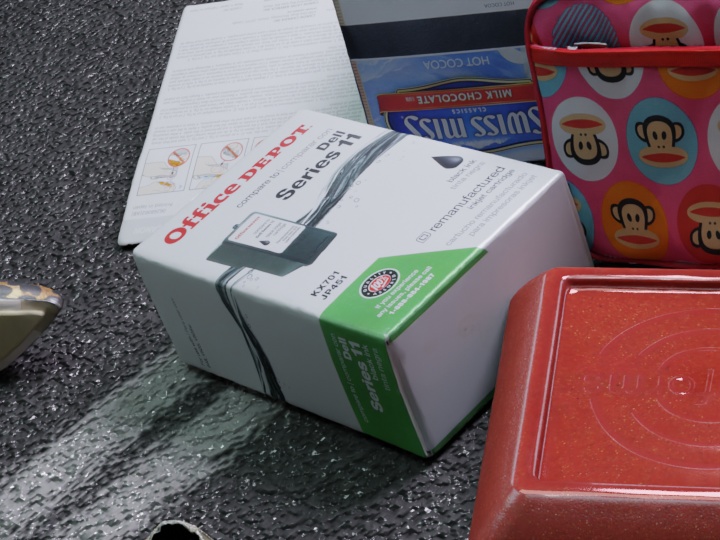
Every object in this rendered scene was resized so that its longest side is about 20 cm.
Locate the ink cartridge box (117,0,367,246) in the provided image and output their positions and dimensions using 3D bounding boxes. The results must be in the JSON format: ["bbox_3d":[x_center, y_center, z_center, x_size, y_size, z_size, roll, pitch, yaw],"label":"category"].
[{"bbox_3d":[-0.053,-0.091,1.328,0.162,0.050,0.200,-5,54,23],"label":"ink cartridge box"}]

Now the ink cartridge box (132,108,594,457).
[{"bbox_3d":[0.000,0.000,1.109,0.200,0.083,0.147,16,49,43],"label":"ink cartridge box"}]

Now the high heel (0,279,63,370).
[{"bbox_3d":[-0.249,0.004,1.259,0.200,0.071,0.143,-13,36,24],"label":"high heel"}]

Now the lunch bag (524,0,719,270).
[{"bbox_3d":[0.179,-0.091,1.039,0.200,0.176,0.082,4,20,43],"label":"lunch bag"}]

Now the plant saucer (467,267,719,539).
[{"bbox_3d":[0.154,0.060,0.941,0.199,0.037,0.200,1,39,11],"label":"plant saucer"}]

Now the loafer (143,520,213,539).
[{"bbox_3d":[-0.082,0.184,0.905,0.075,0.070,0.200,-18,33,6],"label":"loafer"}]

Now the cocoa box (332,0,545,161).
[{"bbox_3d":[0.105,-0.146,1.203,0.200,0.131,0.133,-2,28,28],"label":"cocoa box"}]
